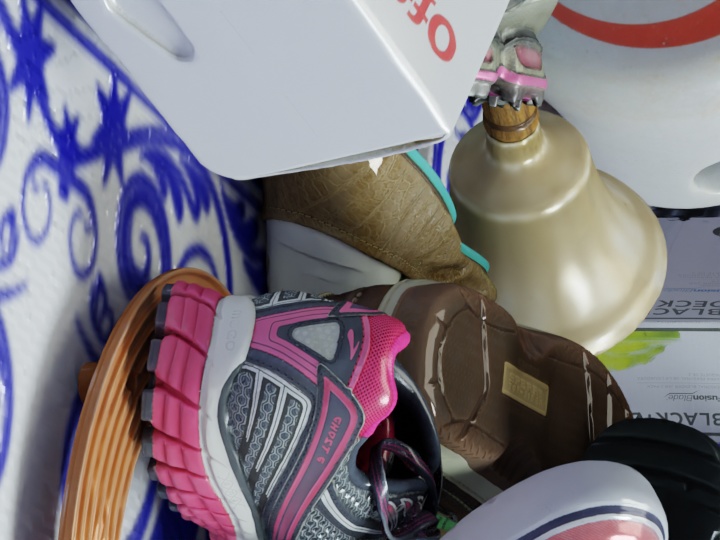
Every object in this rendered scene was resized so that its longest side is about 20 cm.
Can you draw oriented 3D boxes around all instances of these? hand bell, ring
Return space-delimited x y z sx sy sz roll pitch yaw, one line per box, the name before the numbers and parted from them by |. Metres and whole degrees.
hand bell | 0.056 -0.062 1.122 0.200 0.104 0.104 76 21 -51
ring | -0.059 0.099 0.901 0.200 0.019 0.201 -1 90 -74

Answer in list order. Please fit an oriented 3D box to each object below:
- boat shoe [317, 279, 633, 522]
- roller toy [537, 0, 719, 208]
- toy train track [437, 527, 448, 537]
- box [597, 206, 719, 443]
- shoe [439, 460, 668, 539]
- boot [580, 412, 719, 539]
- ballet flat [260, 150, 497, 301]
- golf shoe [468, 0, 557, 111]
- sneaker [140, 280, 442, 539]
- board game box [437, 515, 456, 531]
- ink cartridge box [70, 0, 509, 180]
boat shoe | 0.034 0.050 1.029 0.202 0.075 0.075 44 52 -54
roller toy | 0.135 -0.127 1.287 0.140 0.199 0.183 56 48 -64
toy train track | 0.037 0.114 1.072 0.200 0.033 0.115 21 49 -36
box | 0.140 0.017 1.424 0.200 0.116 0.060 -52 139 -64
shoe | 0.038 0.152 0.898 0.200 0.071 0.091 -55 -144 33
boot | 0.102 0.143 1.021 0.162 0.073 0.199 31 71 -70
ballet flat | 0.000 0.000 1.051 0.073 0.068 0.200 -66 163 -10
golf shoe | 0.001 -0.104 0.960 0.200 0.072 0.093 2 97 -61
sneaker | -0.006 0.075 0.916 0.200 0.074 0.081 65 30 -57
board game box | 0.046 0.150 1.114 0.200 0.104 0.024 -58 163 -60
ink cartridge box | -0.009 -0.146 0.831 0.147 0.083 0.200 52 46 -34
